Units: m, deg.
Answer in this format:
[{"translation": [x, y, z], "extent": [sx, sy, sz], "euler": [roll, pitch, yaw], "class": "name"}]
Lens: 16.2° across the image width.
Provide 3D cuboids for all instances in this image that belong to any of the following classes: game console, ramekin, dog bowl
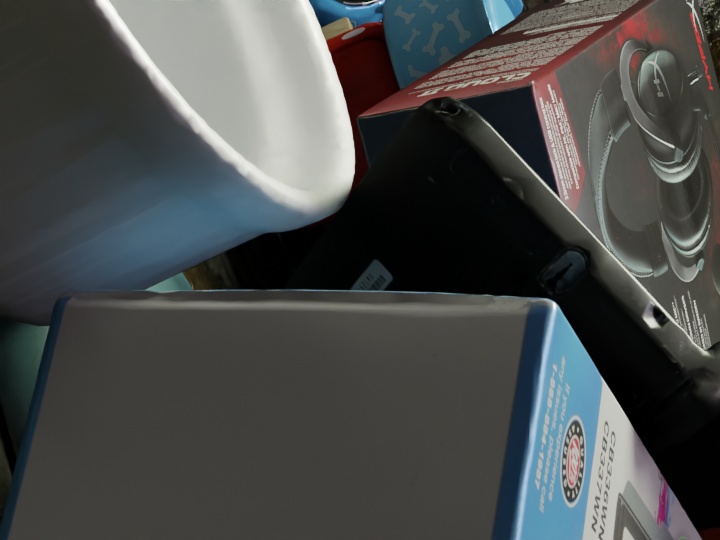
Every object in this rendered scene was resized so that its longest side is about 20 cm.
[{"translation": [0.082, 0.021, 0.800], "extent": [0.176, 0.116, 0.200], "euler": [47, -27, 5], "class": "game console"}, {"translation": [-0.095, -0.082, 0.737], "extent": [0.201, 0.097, 0.201], "euler": [54, 17, -24], "class": "ramekin"}, {"translation": [0.067, -0.050, 1.113], "extent": [0.112, 0.049, 0.200], "euler": [-90, 156, -55], "class": "dog bowl"}]

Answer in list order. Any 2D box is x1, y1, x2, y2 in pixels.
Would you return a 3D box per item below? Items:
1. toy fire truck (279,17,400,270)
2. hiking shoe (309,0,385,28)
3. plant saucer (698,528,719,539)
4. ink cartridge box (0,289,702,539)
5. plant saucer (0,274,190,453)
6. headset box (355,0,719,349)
[{"translation": [0.000, 0.000, 1.102], "extent": [0.200, 0.128, 0.177], "euler": [-107, 173, -73], "class": "toy fire truck"}, {"translation": [-0.006, -0.118, 1.230], "extent": [0.200, 0.086, 0.075], "euler": [25, 46, -59], "class": "hiking shoe"}, {"translation": [0.152, 0.117, 0.972], "extent": [0.200, 0.037, 0.200], "euler": [-87, -163, -64], "class": "plant saucer"}, {"translation": [0.004, 0.114, 0.706], "extent": [0.200, 0.145, 0.147], "euler": [52, 43, -56], "class": "ink cartridge box"}, {"translation": [-0.068, 0.060, 0.856], "extent": [0.200, 0.027, 0.201], "euler": [-21, 90, -78], "class": "plant saucer"}, {"translation": [0.080, -0.015, 0.965], "extent": [0.200, 0.077, 0.149], "euler": [-36, 113, -60], "class": "headset box"}]
